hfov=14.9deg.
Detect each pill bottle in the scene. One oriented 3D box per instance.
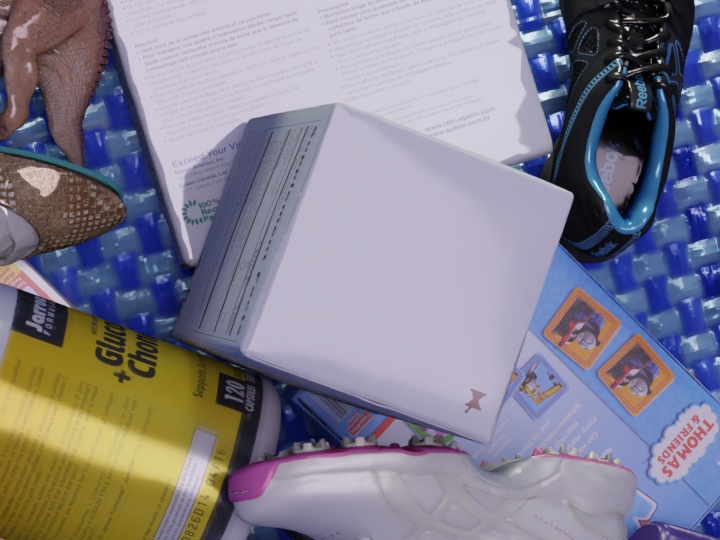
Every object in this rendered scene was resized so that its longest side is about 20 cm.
[{"bbox_3d":[-0.146,0.072,1.269,0.200,0.112,0.112,20,84,-12],"label":"pill bottle"}]

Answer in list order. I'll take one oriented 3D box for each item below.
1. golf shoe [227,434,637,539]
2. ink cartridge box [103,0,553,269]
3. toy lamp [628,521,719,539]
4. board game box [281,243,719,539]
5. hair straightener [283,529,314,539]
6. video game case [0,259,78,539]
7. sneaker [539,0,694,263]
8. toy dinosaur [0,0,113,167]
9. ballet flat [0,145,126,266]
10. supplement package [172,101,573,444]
[{"bbox_3d":[0.036,0.122,1.235,0.200,0.075,0.092,6,77,-22],"label":"golf shoe"},{"bbox_3d":[-0.025,-0.124,1.359,0.196,0.043,0.200,-17,92,-12],"label":"ink cartridge box"},{"bbox_3d":[0.213,0.187,1.384,0.200,0.058,0.058,34,81,-24],"label":"toy lamp"},{"bbox_3d":[0.083,0.076,1.381,0.200,0.037,0.151,44,80,-9],"label":"board game box"},{"bbox_3d":[-0.007,0.153,1.314,0.200,0.041,0.077,31,67,20],"label":"hair straightener"},{"bbox_3d":[-0.214,0.042,1.320,0.200,0.017,0.143,45,79,-8],"label":"video game case"},{"bbox_3d":[0.138,-0.104,1.378,0.073,0.082,0.200,6,86,-12],"label":"sneaker"},{"bbox_3d":[-0.167,-0.143,1.307,0.136,0.086,0.200,-44,103,-17],"label":"toy dinosaur"},{"bbox_3d":[-0.210,-0.030,1.276,0.200,0.071,0.065,13,59,-5],"label":"ballet flat"},{"bbox_3d":[0.000,0.000,1.240,0.117,0.200,0.117,21,86,-13],"label":"supplement package"}]
